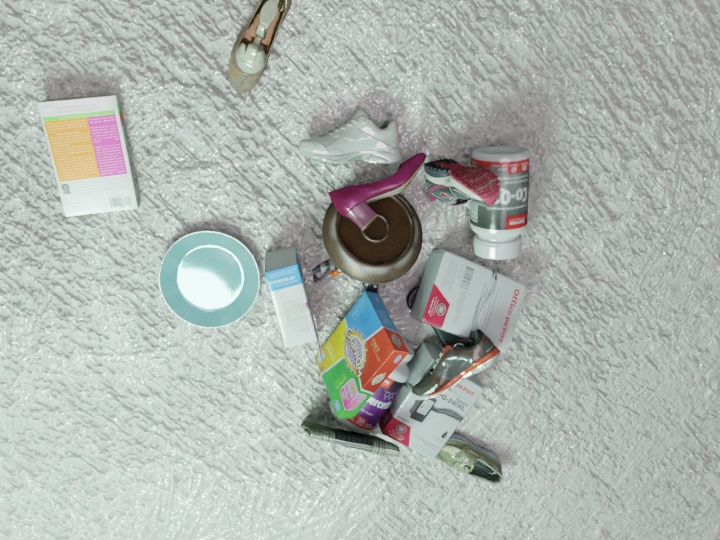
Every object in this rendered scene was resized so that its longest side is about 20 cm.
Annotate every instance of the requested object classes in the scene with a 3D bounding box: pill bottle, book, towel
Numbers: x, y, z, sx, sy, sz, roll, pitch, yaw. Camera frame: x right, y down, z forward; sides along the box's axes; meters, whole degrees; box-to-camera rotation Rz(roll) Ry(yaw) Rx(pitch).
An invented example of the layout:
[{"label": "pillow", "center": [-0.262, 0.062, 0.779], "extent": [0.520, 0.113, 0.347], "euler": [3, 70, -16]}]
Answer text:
[{"label": "pill bottle", "center": [0.027, 0.233, 1.321], "extent": [0.111, 0.113, 0.202], "euler": [29, 103, -16]}, {"label": "book", "center": [-0.481, -0.205, 1.133], "extent": [0.130, 0.048, 0.205], "euler": [-7, 111, -8]}, {"label": "towel", "center": [-0.028, 0.353, 1.313], "extent": [0.188, 0.200, 0.035], "euler": [13, 79, -8]}, {"label": "pill bottle", "center": [0.269, -0.132, 1.228], "extent": [0.111, 0.114, 0.205], "euler": [-5, 110, -6]}]

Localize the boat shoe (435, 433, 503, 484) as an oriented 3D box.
[{"label": "boat shoe", "center": [0.245, 0.429, 1.448], "extent": [0.197, 0.062, 0.073], "euler": [22, 105, -14]}]

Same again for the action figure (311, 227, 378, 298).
[{"label": "action figure", "center": [0.000, 0.000, 1.243], "extent": [0.189, 0.105, 0.205], "euler": [-1, 111, -2]}]

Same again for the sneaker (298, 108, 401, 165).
[{"label": "sneaker", "center": [-0.020, -0.248, 1.175], "extent": [0.195, 0.078, 0.102], "euler": [-4, 104, -16]}]

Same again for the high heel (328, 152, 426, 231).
[{"label": "high heel", "center": [0.035, -0.173, 1.176], "extent": [0.096, 0.067, 0.200], "euler": [43, 71, 2]}]

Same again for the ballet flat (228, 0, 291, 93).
[{"label": "ballet flat", "center": [-0.179, -0.403, 1.094], "extent": [0.067, 0.067, 0.203], "euler": [21, 105, -14]}]

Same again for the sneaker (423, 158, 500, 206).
[{"label": "sneaker", "center": [0.189, -0.152, 1.170], "extent": [0.079, 0.200, 0.076], "euler": [-16, 115, -19]}]

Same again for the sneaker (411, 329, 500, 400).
[{"label": "sneaker", "center": [0.175, 0.181, 1.246], "extent": [0.198, 0.077, 0.083], "euler": [-34, 90, 16]}]

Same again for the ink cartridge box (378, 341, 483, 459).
[{"label": "ink cartridge box", "center": [0.148, 0.280, 1.362], "extent": [0.144, 0.084, 0.202], "euler": [30, 103, -16]}]

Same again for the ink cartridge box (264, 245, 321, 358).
[{"label": "ink cartridge box", "center": [-0.132, 0.069, 1.239], "extent": [0.066, 0.115, 0.204], "euler": [-14, 110, -3]}]

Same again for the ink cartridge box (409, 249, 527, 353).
[{"label": "ink cartridge box", "center": [0.219, 0.063, 1.284], "extent": [0.197, 0.083, 0.148], "euler": [22, 85, -15]}]

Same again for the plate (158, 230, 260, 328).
[{"label": "plate", "center": [-0.296, 0.017, 1.246], "extent": [0.195, 0.026, 0.205], "euler": [-2, 109, -7]}]

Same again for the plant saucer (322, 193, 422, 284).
[{"label": "plant saucer", "center": [0.026, -0.077, 1.196], "extent": [0.195, 0.032, 0.205], "euler": [3, 71, -9]}]

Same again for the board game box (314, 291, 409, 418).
[{"label": "board game box", "center": [-0.003, 0.167, 1.249], "extent": [0.040, 0.154, 0.201], "euler": [13, 125, -39]}]

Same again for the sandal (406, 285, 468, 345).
[{"label": "sandal", "center": [0.177, 0.108, 1.341], "extent": [0.076, 0.043, 0.201], "euler": [-43, 101, -5]}]
